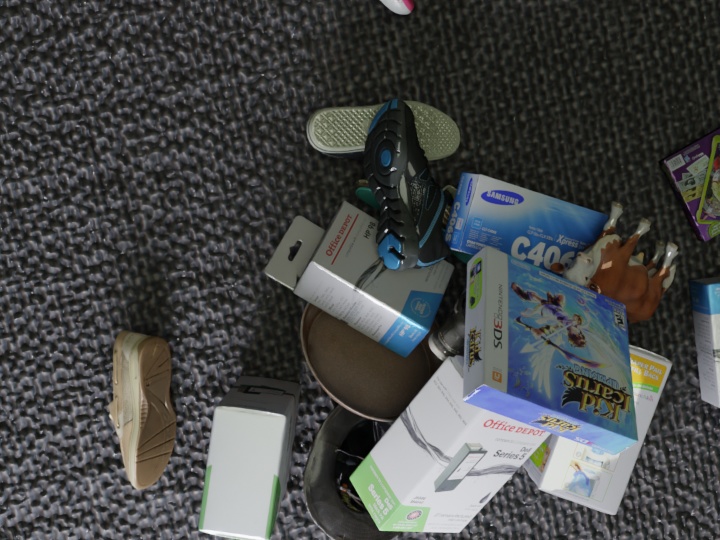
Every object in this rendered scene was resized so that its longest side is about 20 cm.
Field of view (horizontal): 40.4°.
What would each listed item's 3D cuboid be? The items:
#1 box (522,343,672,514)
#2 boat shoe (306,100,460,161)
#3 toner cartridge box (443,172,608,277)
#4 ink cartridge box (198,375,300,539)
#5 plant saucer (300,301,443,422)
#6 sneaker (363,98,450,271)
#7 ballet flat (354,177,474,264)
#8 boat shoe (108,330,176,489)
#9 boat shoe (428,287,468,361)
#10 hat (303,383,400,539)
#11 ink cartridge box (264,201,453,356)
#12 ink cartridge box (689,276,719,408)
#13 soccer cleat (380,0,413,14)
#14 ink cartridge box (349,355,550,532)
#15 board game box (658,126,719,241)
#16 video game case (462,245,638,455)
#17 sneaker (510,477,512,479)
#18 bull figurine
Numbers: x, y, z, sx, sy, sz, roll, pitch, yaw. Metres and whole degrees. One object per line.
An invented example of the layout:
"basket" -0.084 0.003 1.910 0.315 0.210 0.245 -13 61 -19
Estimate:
"box" 0.291 0.181 1.217 0.101 0.112 0.200 20 93 -2
"boat shoe" 0.026 -0.169 1.206 0.200 0.062 0.075 -2 90 -18
"toner cartridge box" 0.203 -0.049 1.195 0.200 0.043 0.095 13 93 -26
"ink cartridge box" -0.126 0.215 1.158 0.084 0.200 0.146 8 93 0
"plant saucer" 0.015 0.100 1.187 0.200 0.200 0.035 31 137 -5
"sneaker" 0.056 -0.100 1.149 0.082 0.073 0.200 -3 89 -33
"ballet flat" 0.089 -0.079 1.220 0.200 0.068 0.075 30 71 -10
"boat shoe" -0.276 0.172 1.219 0.064 0.071 0.200 12 104 31
"boat shoe" 0.142 0.051 1.158 0.067 0.200 0.057 44 120 4
"hat" 0.000 0.236 1.217 0.200 0.081 0.201 -1 93 -30
"ink cartridge box" 0.000 0.000 1.176 0.200 0.067 0.116 30 48 -5
"ink cartridge box" 0.494 0.106 1.244 0.116 0.067 0.200 -7 94 -3
"soccer cleat" -0.012 -0.386 1.190 0.086 0.070 0.200 -32 93 16
"ink cartridge box" 0.108 0.204 1.121 0.145 0.084 0.200 16 119 -43
"board game box" 0.496 -0.136 1.246 0.200 0.032 0.120 -28 91 0
"video game case" 0.208 0.087 1.072 0.200 0.045 0.182 21 52 -19
"sneaker" 0.149 0.183 1.240 0.082 0.075 0.200 -9 105 -11
"bull figurine" 0.316 -0.006 1.193 0.200 0.065 0.122 30 93 -44
